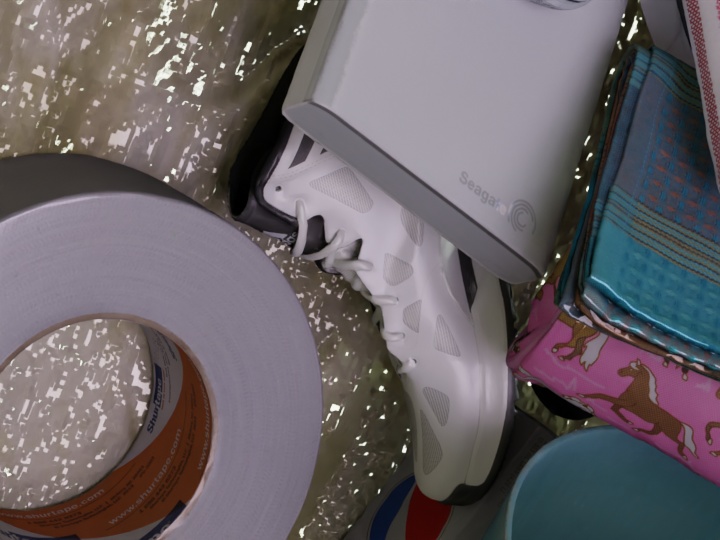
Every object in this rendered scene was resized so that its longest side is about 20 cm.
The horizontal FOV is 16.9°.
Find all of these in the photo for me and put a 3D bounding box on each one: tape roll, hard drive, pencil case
[{"bbox_3d":[-0.116,0.058,0.956,0.199,0.066,0.202,-9,111,-25],"label":"tape roll"},{"bbox_3d":[0.051,-0.115,0.963,0.132,0.026,0.201,35,61,-32],"label":"hard drive"},{"bbox_3d":[0.158,0.054,0.955,0.199,0.083,0.087,31,48,1],"label":"pencil case"}]

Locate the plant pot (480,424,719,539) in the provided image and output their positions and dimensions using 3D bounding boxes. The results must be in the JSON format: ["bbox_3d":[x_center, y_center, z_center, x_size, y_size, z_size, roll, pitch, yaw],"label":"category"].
[{"bbox_3d":[0.106,0.190,0.966,0.199,0.201,0.161,9,132,-30],"label":"plant pot"}]

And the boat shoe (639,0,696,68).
[{"bbox_3d":[0.178,-0.078,1.016,0.072,0.067,0.201,-34,104,-48],"label":"boat shoe"}]

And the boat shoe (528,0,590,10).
[{"bbox_3d":[0.089,-0.205,0.947,0.072,0.071,0.202,-4,85,-42],"label":"boat shoe"}]

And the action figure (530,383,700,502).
[{"bbox_3d":[0.169,0.012,1.079,0.200,0.069,0.130,-45,105,-27],"label":"action figure"}]

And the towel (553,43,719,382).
[{"bbox_3d":[0.179,0.000,0.939,0.199,0.147,0.022,24,138,-6],"label":"towel"}]

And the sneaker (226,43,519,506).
[{"bbox_3d":[0.000,0.000,1.000,0.114,0.076,0.203,-4,95,-19],"label":"sneaker"}]

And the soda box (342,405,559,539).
[{"bbox_3d":[0.022,0.150,1.058,0.064,0.068,0.201,39,86,-32],"label":"soda box"}]

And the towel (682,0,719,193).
[{"bbox_3d":[0.227,-0.098,0.955,0.198,0.147,0.030,-5,152,1],"label":"towel"}]
